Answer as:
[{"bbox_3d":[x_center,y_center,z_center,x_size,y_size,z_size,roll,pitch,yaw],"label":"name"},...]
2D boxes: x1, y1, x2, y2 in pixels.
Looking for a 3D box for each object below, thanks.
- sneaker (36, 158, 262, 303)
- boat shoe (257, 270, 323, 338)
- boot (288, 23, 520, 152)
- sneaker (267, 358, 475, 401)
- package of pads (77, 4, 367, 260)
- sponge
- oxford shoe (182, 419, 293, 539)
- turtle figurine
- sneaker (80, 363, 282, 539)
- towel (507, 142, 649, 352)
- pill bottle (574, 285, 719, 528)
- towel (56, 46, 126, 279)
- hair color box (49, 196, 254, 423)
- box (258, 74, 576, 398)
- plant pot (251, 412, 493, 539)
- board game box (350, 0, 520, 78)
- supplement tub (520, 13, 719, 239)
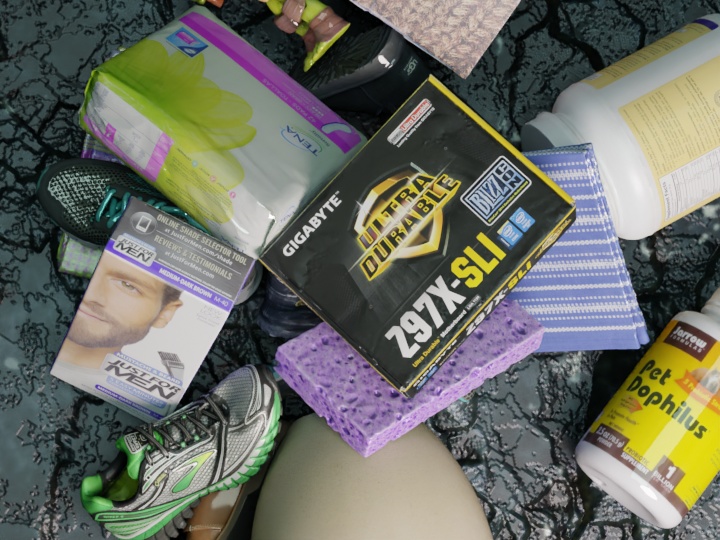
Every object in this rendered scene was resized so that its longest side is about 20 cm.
[{"bbox_3d":[-0.169,-0.039,1.519,0.199,0.091,0.078,23,82,-5],"label":"sneaker"},{"bbox_3d":[0.000,0.000,1.576,0.200,0.091,0.071,-8,43,-36],"label":"boat shoe"},{"bbox_3d":[0.044,-0.115,1.584,0.200,0.165,0.066,40,69,-25],"label":"boot"},{"bbox_3d":[0.011,0.094,1.574,0.199,0.078,0.092,-14,98,-3],"label":"sneaker"},{"bbox_3d":[-0.112,-0.113,1.505,0.200,0.068,0.154,38,43,10],"label":"package of pads"},{"bbox_3d":[0.041,0.063,1.499,0.200,0.030,0.112,-29,60,-33],"label":"sponge"},{"bbox_3d":[-0.122,0.208,1.558,0.071,0.071,0.201,24,81,22],"label":"oxford shoe"},{"bbox_3d":[-0.085,-0.238,1.529,0.161,0.200,0.064,43,67,-6],"label":"turtle figurine"},{"bbox_3d":[-0.143,0.147,1.502,0.200,0.078,0.085,-44,135,13],"label":"sneaker"},{"bbox_3d":[0.151,-0.014,1.547,0.144,0.024,0.201,-4,123,28],"label":"towel"},{"bbox_3d":[0.280,0.112,1.588,0.109,0.109,0.200,39,81,-3],"label":"pill bottle"},{"bbox_3d":[-0.169,-0.080,1.587,0.143,0.023,0.201,14,84,-7],"label":"towel"},{"bbox_3d":[-0.170,0.038,1.487,0.109,0.200,0.065,27,51,-5],"label":"hair color box"},{"bbox_3d":[0.046,-0.026,1.450,0.160,0.049,0.200,43,87,13],"label":"box"},{"bbox_3d":[0.001,0.181,1.509,0.199,0.200,0.135,-7,77,-8],"label":"plant pot"},{"bbox_3d":[0.066,-0.274,1.538,0.159,0.200,0.097,34,121,-4],"label":"board game box"},{"bbox_3d":[0.252,-0.115,1.584,0.199,0.145,0.146,-28,90,-9],"label":"supplement tub"}]
